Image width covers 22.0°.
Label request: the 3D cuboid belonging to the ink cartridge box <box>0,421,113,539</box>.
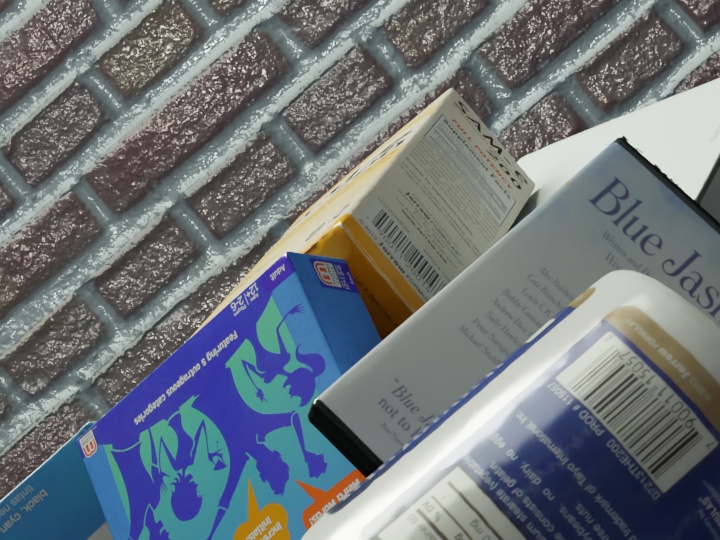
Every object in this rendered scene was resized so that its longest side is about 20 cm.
[{"bbox_3d":[-0.127,0.203,0.953,0.144,0.200,0.147,-41,0,-14],"label":"ink cartridge box"}]

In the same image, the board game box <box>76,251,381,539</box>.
[{"bbox_3d":[-0.029,0.118,0.782,0.152,0.201,0.045,-41,-28,28],"label":"board game box"}]

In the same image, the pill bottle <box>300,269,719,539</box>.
[{"bbox_3d":[0.049,0.102,0.617,0.200,0.111,0.111,-40,-1,-8],"label":"pill bottle"}]

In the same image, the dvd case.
[{"bbox_3d":[0.096,0.046,0.755,0.200,0.143,0.018,-39,-16,-28],"label":"dvd case"}]

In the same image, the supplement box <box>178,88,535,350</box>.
[{"bbox_3d":[0.000,0.000,0.918,0.126,0.074,0.200,-39,6,28],"label":"supplement box"}]

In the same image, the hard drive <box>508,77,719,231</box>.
[{"bbox_3d":[0.121,-0.029,0.928,0.199,0.026,0.132,-20,32,56],"label":"hard drive"}]
